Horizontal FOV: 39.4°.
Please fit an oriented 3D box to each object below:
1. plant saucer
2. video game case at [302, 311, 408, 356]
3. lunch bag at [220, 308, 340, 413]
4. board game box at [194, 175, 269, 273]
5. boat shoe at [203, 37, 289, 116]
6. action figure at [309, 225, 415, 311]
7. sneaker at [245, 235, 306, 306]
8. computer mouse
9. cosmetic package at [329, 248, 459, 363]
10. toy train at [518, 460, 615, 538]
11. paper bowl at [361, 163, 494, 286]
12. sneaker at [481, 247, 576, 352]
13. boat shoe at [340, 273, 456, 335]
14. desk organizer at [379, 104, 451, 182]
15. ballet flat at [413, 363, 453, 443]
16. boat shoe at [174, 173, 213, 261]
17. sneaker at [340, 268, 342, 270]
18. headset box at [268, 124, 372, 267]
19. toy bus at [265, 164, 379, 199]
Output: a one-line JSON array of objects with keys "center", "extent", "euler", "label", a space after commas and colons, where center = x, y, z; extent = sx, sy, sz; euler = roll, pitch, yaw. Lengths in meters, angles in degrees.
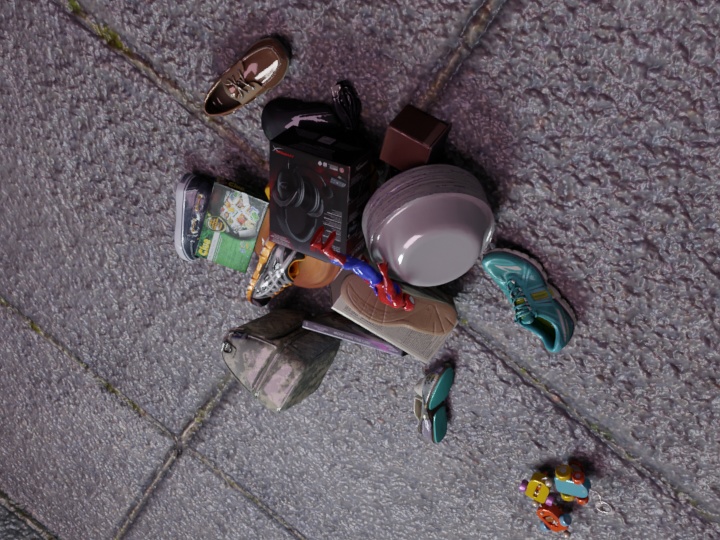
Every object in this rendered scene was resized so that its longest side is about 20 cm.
[{"center": [-0.123, -0.048, 1.819], "extent": [0.198, 0.032, 0.202], "euler": [19, 136, 19], "label": "plant saucer"}, {"center": [0.014, 0.111, 1.793], "extent": [0.198, 0.142, 0.019], "euler": [16, 101, 24], "label": "video game case"}, {"center": [-0.155, 0.156, 1.893], "extent": [0.167, 0.200, 0.141], "euler": [33, 112, 13], "label": "lunch bag"}, {"center": [-0.231, -0.079, 1.806], "extent": [0.103, 0.024, 0.201], "euler": [19, 137, -7], "label": "board game box"}, {"center": [-0.185, -0.300, 1.605], "extent": [0.076, 0.072, 0.199], "euler": [47, 138, -11], "label": "boat shoe"}, {"center": [0.014, 0.004, 1.500], "extent": [0.200, 0.052, 0.065], "euler": [41, 167, -31], "label": "action figure"}, {"center": [-0.151, 0.006, 1.810], "extent": [0.076, 0.079, 0.201], "euler": [26, 139, -1], "label": "sneaker"}, {"center": [-0.087, -0.230, 1.614], "extent": [0.198, 0.053, 0.140], "euler": [5, 130, 32], "label": "computer mouse"}, {"center": [0.056, 0.054, 1.682], "extent": [0.199, 0.088, 0.104], "euler": [32, 109, -18], "label": "cosmetic package"}, {"center": [0.383, 0.419, 1.871], "extent": [0.150, 0.056, 0.200], "euler": [41, 142, -6], "label": "toy train"}, {"center": [0.107, -0.055, 1.525], "extent": [0.197, 0.105, 0.202], "euler": [-10, 141, -8], "label": "paper bowl"}, {"center": [0.267, 0.045, 1.593], "extent": [0.200, 0.080, 0.077], "euler": [45, 138, -8], "label": "sneaker"}, {"center": [0.056, 0.050, 1.596], "extent": [0.197, 0.065, 0.073], "euler": [16, 98, -16], "label": "boat shoe"}, {"center": [0.070, -0.150, 1.564], "extent": [0.076, 0.072, 0.201], "euler": [29, 138, 12], "label": "desk organizer"}, {"center": [0.129, 0.241, 1.878], "extent": [0.071, 0.072, 0.202], "euler": [19, 134, 20], "label": "ballet flat"}, {"center": [-0.293, -0.083, 1.876], "extent": [0.090, 0.071, 0.202], "euler": [21, 137, 14], "label": "boat shoe"}, {"center": [0.000, 0.000, 1.736], "extent": [0.077, 0.085, 0.202], "euler": [13, 133, 24], "label": "sneaker"}, {"center": [-0.065, -0.107, 1.579], "extent": [0.147, 0.077, 0.202], "euler": [20, 126, 23], "label": "headset box"}, {"center": [-0.062, -0.136, 1.667], "extent": [0.198, 0.065, 0.079], "euler": [5, 137, 31], "label": "toy bus"}]
